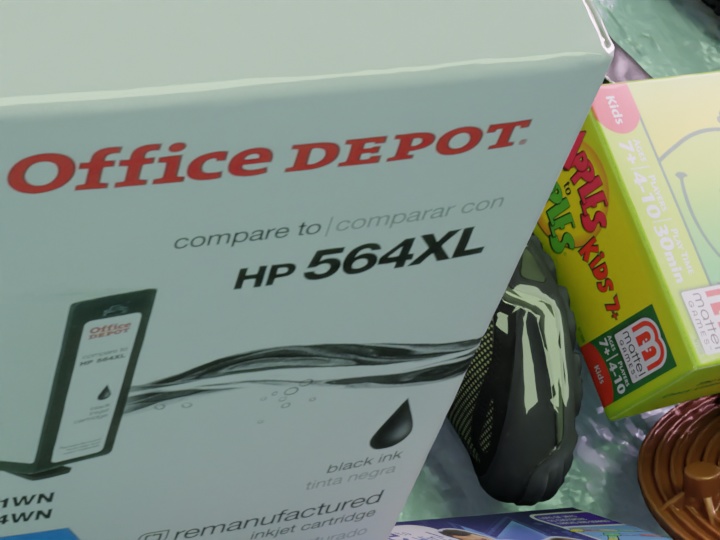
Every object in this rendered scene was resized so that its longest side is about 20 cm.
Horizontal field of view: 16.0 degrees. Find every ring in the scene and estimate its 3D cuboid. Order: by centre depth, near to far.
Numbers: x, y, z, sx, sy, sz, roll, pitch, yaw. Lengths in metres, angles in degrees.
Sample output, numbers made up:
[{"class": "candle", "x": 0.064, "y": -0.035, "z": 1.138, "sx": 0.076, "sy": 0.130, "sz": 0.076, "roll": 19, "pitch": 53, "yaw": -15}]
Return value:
[{"class": "ring", "x": 0.194, "y": 0.066, "z": 0.870, "sx": 0.200, "sy": 0.019, "sz": 0.200, "roll": 0, "pitch": 22, "yaw": 0}]

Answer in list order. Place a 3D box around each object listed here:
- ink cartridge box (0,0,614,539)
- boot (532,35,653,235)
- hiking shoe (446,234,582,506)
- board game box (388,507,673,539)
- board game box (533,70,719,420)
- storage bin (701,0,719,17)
[{"class": "ink cartridge box", "x": -0.047, "y": -0.008, "z": 0.591, "sx": 0.146, "sy": 0.200, "sz": 0.084, "roll": -7, "pitch": 56, "yaw": -22}, {"class": "boot", "x": 0.088, "y": -0.080, "z": 0.972, "sx": 0.200, "sy": 0.073, "sz": 0.182, "roll": 38, "pitch": 57, "yaw": 11}, {"class": "hiking shoe", "x": 0.000, "y": 0.000, "z": 0.864, "sx": 0.101, "sy": 0.076, "sz": 0.200, "roll": -15, "pitch": 60, "yaw": -21}, {"class": "board game box", "x": 0.052, "y": 0.104, "z": 0.733, "sx": 0.135, "sy": 0.035, "sz": 0.200, "roll": 15, "pitch": 9, "yaw": 41}, {"class": "board game box", "x": 0.150, "y": -0.018, "z": 0.898, "sx": 0.200, "sy": 0.048, "sz": 0.102, "roll": -10, "pitch": 72, "yaw": -40}, {"class": "storage bin", "x": 0.224, "y": -0.184, "z": 1.094, "sx": 0.094, "sy": 0.135, "sz": 0.200, "roll": 40, "pitch": 44, "yaw": 3}]
